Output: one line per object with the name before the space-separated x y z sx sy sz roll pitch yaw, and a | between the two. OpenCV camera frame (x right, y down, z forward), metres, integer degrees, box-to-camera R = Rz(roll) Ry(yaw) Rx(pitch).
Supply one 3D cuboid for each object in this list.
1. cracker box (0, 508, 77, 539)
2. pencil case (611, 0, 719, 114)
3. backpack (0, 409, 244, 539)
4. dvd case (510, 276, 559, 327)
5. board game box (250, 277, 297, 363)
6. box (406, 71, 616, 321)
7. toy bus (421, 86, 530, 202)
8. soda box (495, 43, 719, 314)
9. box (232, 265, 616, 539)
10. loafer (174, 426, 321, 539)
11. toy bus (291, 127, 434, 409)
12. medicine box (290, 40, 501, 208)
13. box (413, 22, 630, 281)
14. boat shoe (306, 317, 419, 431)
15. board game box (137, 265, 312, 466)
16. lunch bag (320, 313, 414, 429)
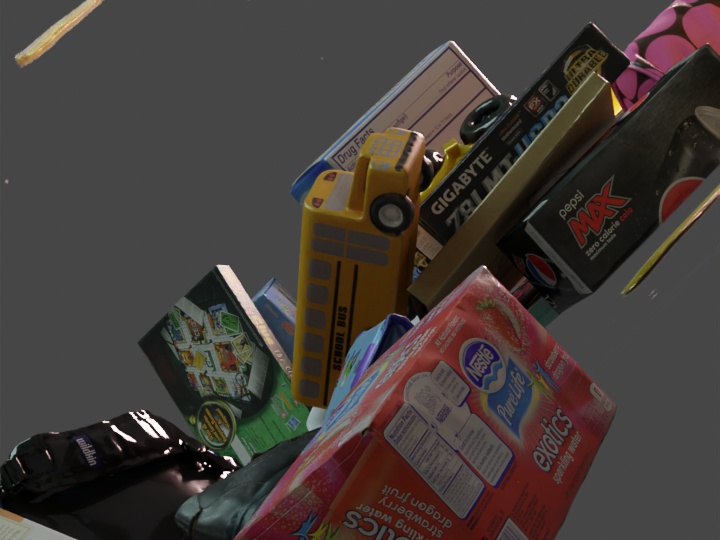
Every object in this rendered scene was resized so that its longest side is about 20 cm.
cracker box | -0.196 0.232 1.328 0.134 0.199 0.058 -45 -36 -45
pencil case | 0.295 -0.188 1.757 0.200 0.093 0.091 -45 -42 -24
backpack | -0.154 0.197 1.495 0.190 0.200 0.154 -40 -16 -51
dvd case | 0.125 0.024 1.598 0.146 0.022 0.200 -43 2 22
board game box | -0.037 0.076 1.821 0.037 0.151 0.200 -43 2 2
box | 0.111 -0.034 1.518 0.200 0.021 0.164 -49 -17 -7
toy bus | 0.112 -0.039 1.774 0.200 0.136 0.192 -36 18 6
soda box | 0.188 -0.063 1.471 0.200 0.071 0.063 -44 1 -22
box | 0.034 0.091 0.975 0.095 0.100 0.200 -42 3 27
loafer | -0.043 0.135 1.420 0.200 0.072 0.073 -26 -51 -56
toy bus | 0.000 0.000 1.474 0.065 0.078 0.201 -63 -19 -55
medicine box | 0.073 -0.071 1.963 0.182 0.200 0.103 -44 3 -27
box | 0.101 -0.077 1.610 0.200 0.050 0.199 -48 1 -13
boat shoe | 0.020 0.092 1.587 0.071 0.068 0.200 -5 29 23
board game box | -0.091 0.106 1.705 0.105 0.200 0.023 -41 -19 23
lunch bag | -0.005 0.137 1.268 0.201 0.094 0.151 -58 3 -9
